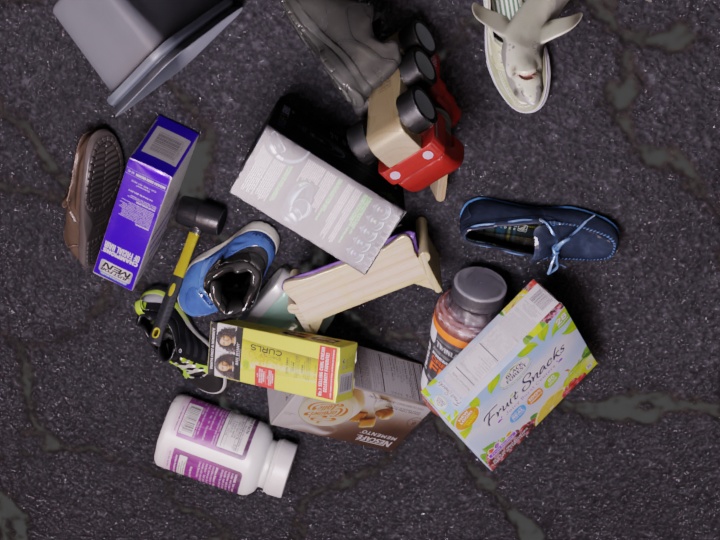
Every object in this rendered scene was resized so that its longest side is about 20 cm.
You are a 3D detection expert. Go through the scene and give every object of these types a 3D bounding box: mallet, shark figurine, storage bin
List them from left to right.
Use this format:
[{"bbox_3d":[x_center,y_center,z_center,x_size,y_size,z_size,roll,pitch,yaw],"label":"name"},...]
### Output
[{"bbox_3d":[-0.250,-0.282,1.337,0.145,0.200,0.135,-35,100,33],"label":"storage bin"},{"bbox_3d":[-0.245,-0.003,1.552,0.065,0.202,0.041,25,171,8],"label":"mallet"},{"bbox_3d":[0.205,-0.262,1.259,0.128,0.214,0.090,38,162,25],"label":"shark figurine"}]

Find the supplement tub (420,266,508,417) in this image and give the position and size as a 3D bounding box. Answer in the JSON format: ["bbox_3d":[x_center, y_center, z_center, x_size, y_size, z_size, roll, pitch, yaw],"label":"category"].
[{"bbox_3d":[0.140,0.094,1.553,0.105,0.108,0.202,12,128,6],"label":"supplement tub"}]

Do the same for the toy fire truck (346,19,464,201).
[{"bbox_3d":[0.073,-0.150,1.360,0.128,0.178,0.199,-29,129,30],"label":"toy fire truck"}]

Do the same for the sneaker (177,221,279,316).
[{"bbox_3d":[-0.191,0.024,1.587,0.199,0.112,0.077,-34,112,33],"label":"sneaker"}]

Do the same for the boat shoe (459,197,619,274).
[{"bbox_3d":[0.218,-0.034,1.461,0.196,0.069,0.085,5,127,12],"label":"boat shoe"}]

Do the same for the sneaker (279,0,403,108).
[{"bbox_3d":[-0.023,-0.272,1.314,0.090,0.201,0.076,-36,157,2],"label":"sneaker"}]

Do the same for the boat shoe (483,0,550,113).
[{"bbox_3d":[0.165,-0.259,1.314,0.071,0.062,0.202,-7,123,19],"label":"boat shoe"}]

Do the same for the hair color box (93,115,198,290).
[{"bbox_3d":[-0.278,-0.086,1.531,0.064,0.110,0.202,23,128,-3],"label":"hair color box"}]

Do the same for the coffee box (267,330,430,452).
[{"bbox_3d":[-0.015,0.168,1.623,0.198,0.081,0.115,18,132,-29],"label":"coffee box"}]

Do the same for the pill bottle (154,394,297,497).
[{"bbox_3d":[-0.198,0.267,1.768,0.197,0.113,0.113,19,129,1],"label":"pill bottle"}]

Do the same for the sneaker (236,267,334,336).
[{"bbox_3d":[-0.119,0.100,1.641,0.118,0.074,0.201,36,120,-13],"label":"sneaker"}]

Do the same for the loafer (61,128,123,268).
[{"bbox_3d":[-0.366,-0.099,1.566,0.070,0.073,0.203,28,122,21],"label":"loafer"}]

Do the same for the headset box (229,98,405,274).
[{"bbox_3d":[-0.041,-0.099,1.405,0.198,0.174,0.093,32,106,-8],"label":"headset box"}]

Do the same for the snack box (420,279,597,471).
[{"bbox_3d":[0.191,0.135,1.493,0.200,0.068,0.169,-45,141,-4],"label":"snack box"}]

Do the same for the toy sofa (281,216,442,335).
[{"bbox_3d":[0.000,0.000,1.513,0.197,0.083,0.098,-22,121,14],"label":"toy sofa"}]

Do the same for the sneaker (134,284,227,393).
[{"bbox_3d":[-0.264,0.114,1.691,0.071,0.083,0.201,-19,119,27],"label":"sneaker"}]

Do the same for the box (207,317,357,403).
[{"bbox_3d":[-0.101,0.113,1.510,0.197,0.050,0.077,10,99,28],"label":"box"}]
